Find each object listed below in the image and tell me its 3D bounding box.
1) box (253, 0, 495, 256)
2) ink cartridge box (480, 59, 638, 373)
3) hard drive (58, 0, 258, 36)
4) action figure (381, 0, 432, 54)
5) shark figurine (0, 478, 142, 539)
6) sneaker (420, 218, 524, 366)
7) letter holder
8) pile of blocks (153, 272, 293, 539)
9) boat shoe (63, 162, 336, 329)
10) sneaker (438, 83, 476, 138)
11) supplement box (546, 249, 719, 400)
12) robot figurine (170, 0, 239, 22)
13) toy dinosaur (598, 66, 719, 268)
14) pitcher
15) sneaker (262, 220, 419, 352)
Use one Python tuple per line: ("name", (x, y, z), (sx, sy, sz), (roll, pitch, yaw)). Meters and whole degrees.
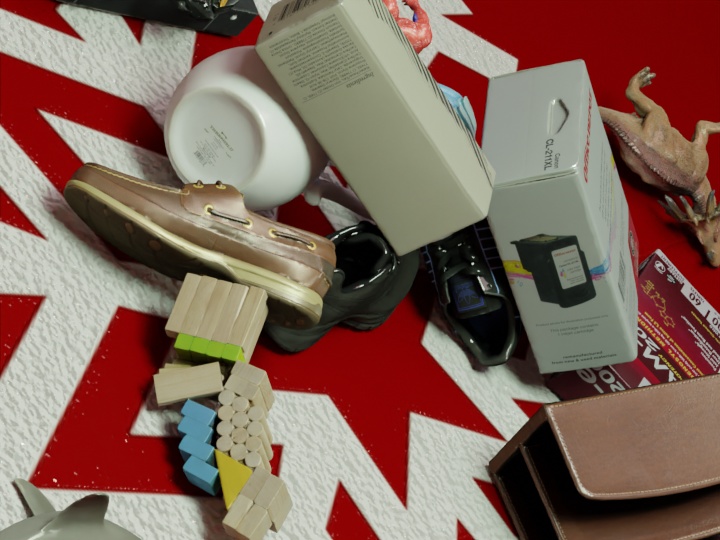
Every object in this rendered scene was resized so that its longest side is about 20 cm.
("box", (0.013, -0.115, 1.702), (0.200, 0.082, 0.068), (56, 27, -24))
("ink cartridge box", (0.159, -0.043, 1.856), (0.146, 0.083, 0.200), (-80, 155, -48))
("hard drive", (-0.184, -0.261, 1.868), (0.200, 0.038, 0.140), (7, 51, -46))
("action figure", (0.022, -0.171, 1.796), (0.200, 0.065, 0.099), (76, -6, -66))
("shark figurine", (-0.184, 0.169, 1.387), (0.128, 0.089, 0.214), (54, 32, 11))
("sneaker", (0.082, -0.017, 1.840), (0.078, 0.070, 0.200), (-78, 146, -55))
("letter holder", (0.224, 0.171, 1.787), (0.199, 0.101, 0.142), (-8, 63, -31))
("pile of blocks", (-0.093, 0.102, 1.598), (0.062, 0.082, 0.201), (77, 5, -61))
("boat shoe", (-0.110, -0.029, 1.649), (0.200, 0.072, 0.068), (26, 70, -7))
("sneaker", (0.083, -0.079, 1.952), (0.200, 0.079, 0.131), (53, 28, -4))
("supplement box", (0.241, 0.075, 1.990), (0.109, 0.061, 0.200), (46, 35, -3))
("robot figurine", (-0.167, -0.264, 1.803), (0.200, 0.058, 0.145), (6, 53, -45))
("toy dinosaur", (0.285, -0.102, 2.205), (0.200, 0.086, 0.136), (29, 44, -18))
("pitcher", (-0.051, -0.094, 1.777), (0.172, 0.121, 0.200), (46, 23, 7))
("sneaker", (0.000, 0.000, 1.764), (0.076, 0.091, 0.200), (51, 31, 5))
